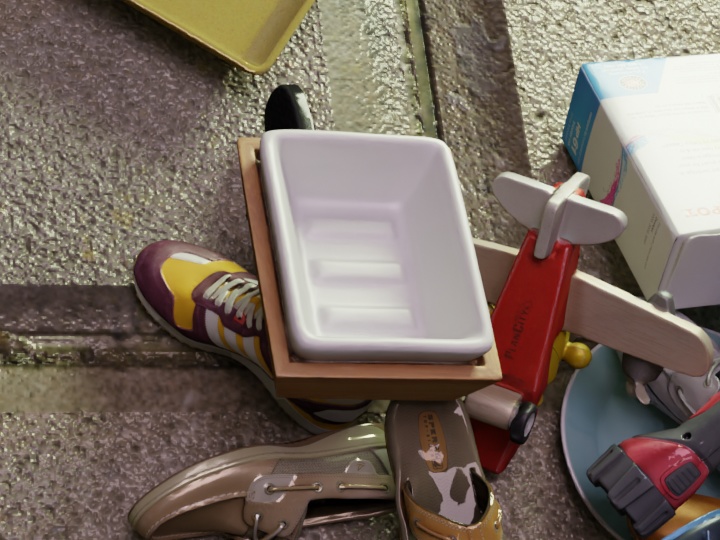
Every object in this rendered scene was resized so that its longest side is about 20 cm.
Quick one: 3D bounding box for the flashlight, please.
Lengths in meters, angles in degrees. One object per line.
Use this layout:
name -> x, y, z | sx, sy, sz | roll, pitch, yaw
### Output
flashlight -> 0.251, 0.099, 1.548 | 0.200, 0.068, 0.068 | -42, 73, -2

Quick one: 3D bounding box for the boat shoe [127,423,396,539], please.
boat shoe -> -0.060, 0.159, 1.526 | 0.200, 0.072, 0.065 | -11, 66, -27

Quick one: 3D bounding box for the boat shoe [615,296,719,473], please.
boat shoe -> 0.266, 0.090, 1.627 | 0.074, 0.067, 0.200 | -35, 77, -28

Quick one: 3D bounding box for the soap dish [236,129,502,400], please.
soap dish -> 0.000, 0.000, 1.516 | 0.157, 0.081, 0.200 | 2, 54, -18

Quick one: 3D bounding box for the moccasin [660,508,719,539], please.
moccasin -> 0.191, 0.240, 1.483 | 0.200, 0.080, 0.068 | -38, 64, -15

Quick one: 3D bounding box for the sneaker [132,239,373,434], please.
sneaker -> -0.070, 0.032, 1.576 | 0.200, 0.090, 0.075 | 34, 59, 3

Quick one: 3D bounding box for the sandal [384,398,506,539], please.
sandal -> 0.065, 0.162, 1.493 | 0.080, 0.054, 0.200 | -7, 69, -18

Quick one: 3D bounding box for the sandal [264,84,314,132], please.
sandal -> -0.028, -0.050, 1.645 | 0.045, 0.075, 0.200 | 3, 59, -27

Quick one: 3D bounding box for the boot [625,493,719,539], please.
boot -> 0.297, 0.181, 1.544 | 0.201, 0.144, 0.071 | 24, 59, -1

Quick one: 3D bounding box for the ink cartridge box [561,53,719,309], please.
ink cartridge box -> 0.258, -0.069, 1.696 | 0.144, 0.085, 0.200 | -5, 45, -18

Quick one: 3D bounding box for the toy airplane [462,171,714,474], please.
toy airplane -> 0.130, 0.023, 1.603 | 0.199, 0.141, 0.200 | -28, 81, 16

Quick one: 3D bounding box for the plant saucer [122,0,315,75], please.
plant saucer -> -0.121, -0.258, 1.737 | 0.200, 0.048, 0.200 | 31, 59, 0

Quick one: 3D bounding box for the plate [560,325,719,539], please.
plate -> 0.240, 0.133, 1.651 | 0.200, 0.026, 0.200 | 6, 62, -12
